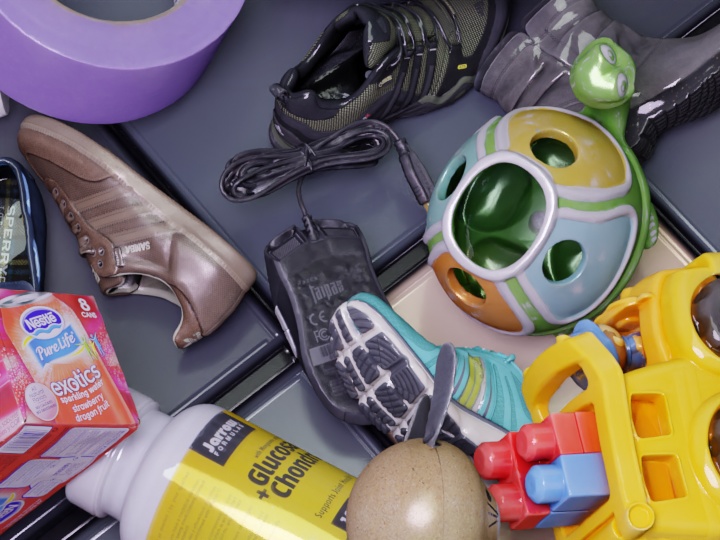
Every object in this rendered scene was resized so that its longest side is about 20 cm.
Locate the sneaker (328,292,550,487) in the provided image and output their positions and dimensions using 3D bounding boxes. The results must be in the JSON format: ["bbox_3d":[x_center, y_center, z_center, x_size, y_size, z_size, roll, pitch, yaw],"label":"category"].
[{"bbox_3d":[0.063,0.080,1.489,0.200,0.077,0.080,40,57,-13],"label":"sneaker"}]

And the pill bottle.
[{"bbox_3d":[-0.078,0.152,1.452,0.199,0.112,0.112,26,69,11],"label":"pill bottle"}]

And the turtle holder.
[{"bbox_3d":[0.123,-0.042,1.497,0.185,0.132,0.142,-32,77,17],"label":"turtle holder"}]

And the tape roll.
[{"bbox_3d":[-0.177,-0.206,1.571,0.198,0.085,0.202,8,64,-17],"label":"tape roll"}]

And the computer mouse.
[{"bbox_3d":[0.000,0.000,1.552,0.140,0.046,0.201,-22,78,-19],"label":"computer mouse"}]

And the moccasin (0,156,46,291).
[{"bbox_3d":[-0.245,0.021,1.535,0.080,0.068,0.202,-4,68,-2],"label":"moccasin"}]

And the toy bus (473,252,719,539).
[{"bbox_3d":[0.160,0.095,1.437,0.190,0.136,0.202,2,63,-20],"label":"toy bus"}]

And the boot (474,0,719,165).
[{"bbox_3d":[0.183,-0.153,1.594,0.199,0.070,0.132,-36,70,-3],"label":"boot"}]

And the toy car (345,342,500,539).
[{"bbox_3d":[0.054,0.151,1.332,0.156,0.165,0.202,1,65,-10],"label":"toy car"}]

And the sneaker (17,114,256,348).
[{"bbox_3d":[-0.165,-0.028,1.557,0.199,0.070,0.076,35,81,19],"label":"sneaker"}]

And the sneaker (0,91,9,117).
[{"bbox_3d":[-0.310,-0.194,1.625,0.114,0.081,0.201,-7,68,-5],"label":"sneaker"}]

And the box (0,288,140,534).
[{"bbox_3d":[-0.241,0.101,1.426,0.200,0.099,0.096,-38,64,32],"label":"box"}]

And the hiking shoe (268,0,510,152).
[{"bbox_3d":[0.025,-0.147,1.590,0.200,0.101,0.076,-38,72,-15],"label":"hiking shoe"}]
